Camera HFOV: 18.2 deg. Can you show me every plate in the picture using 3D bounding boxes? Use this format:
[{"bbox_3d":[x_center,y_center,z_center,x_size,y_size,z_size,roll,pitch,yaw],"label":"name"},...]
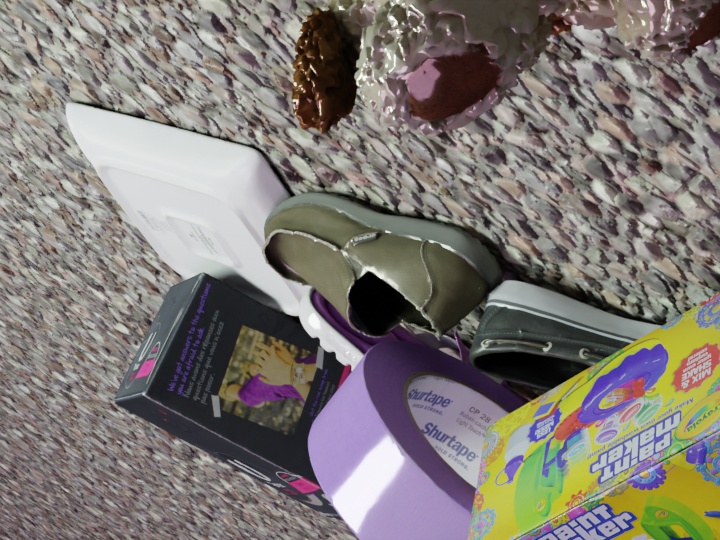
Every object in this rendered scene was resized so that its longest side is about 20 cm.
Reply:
[{"bbox_3d":[-0.108,-0.033,1.626,0.200,0.032,0.200,17,154,39],"label":"plate"}]

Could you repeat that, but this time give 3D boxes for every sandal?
[{"bbox_3d":[0.049,0.064,1.559,0.202,0.083,0.050,29,123,1],"label":"sandal"}]

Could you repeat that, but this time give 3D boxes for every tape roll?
[{"bbox_3d":[0.065,0.135,1.432,0.200,0.066,0.200,33,-159,-15],"label":"tape roll"}]

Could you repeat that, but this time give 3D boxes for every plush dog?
[{"bbox_3d":[0.047,-0.136,1.015,0.172,0.199,0.161,-38,73,59],"label":"plush dog"}]

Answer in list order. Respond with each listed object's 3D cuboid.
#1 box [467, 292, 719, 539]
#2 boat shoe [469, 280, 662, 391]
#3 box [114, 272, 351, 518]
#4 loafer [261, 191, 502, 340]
[{"bbox_3d":[0.201,0.145,1.295,0.200,0.122,0.193,-32,116,31],"label":"box"},{"bbox_3d":[0.161,0.065,1.385,0.199,0.057,0.069,19,155,25],"label":"boat shoe"},{"bbox_3d":[-0.068,0.097,1.689,0.200,0.106,0.122,29,166,-11],"label":"box"},{"bbox_3d":[0.000,0.000,1.474,0.200,0.070,0.075,9,147,47],"label":"loafer"}]
